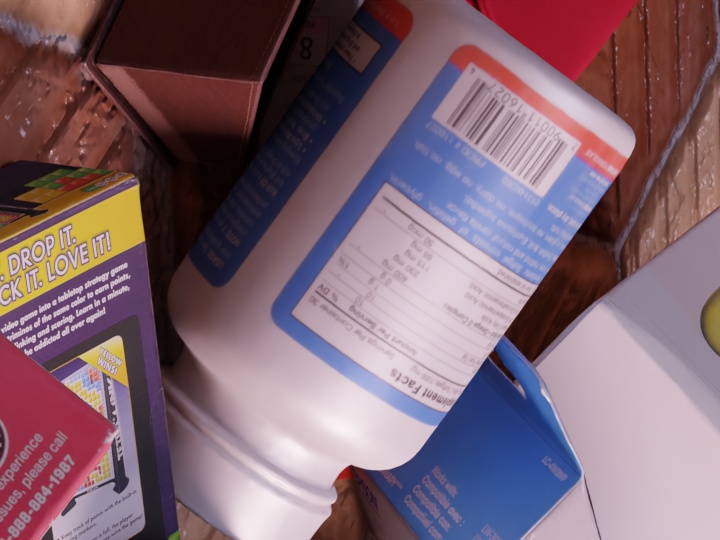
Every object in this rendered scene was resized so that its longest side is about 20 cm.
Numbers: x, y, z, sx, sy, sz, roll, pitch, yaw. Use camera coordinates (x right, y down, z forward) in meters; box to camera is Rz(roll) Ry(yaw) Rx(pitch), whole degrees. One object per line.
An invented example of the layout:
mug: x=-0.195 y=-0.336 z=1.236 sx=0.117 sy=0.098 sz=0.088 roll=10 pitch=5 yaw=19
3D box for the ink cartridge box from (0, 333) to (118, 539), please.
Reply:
ink cartridge box: x=-0.186 y=0.041 z=0.704 sx=0.200 sy=0.083 sz=0.145 roll=40 pitch=52 yaw=-2

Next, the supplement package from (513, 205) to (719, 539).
supplement package: x=0.173 y=0.085 z=1.242 sx=0.200 sy=0.191 sz=0.147 roll=-34 pitch=169 yaw=-49

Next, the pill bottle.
pill bottle: x=0.000 y=0.000 z=1.019 sx=0.200 sy=0.112 sz=0.112 roll=-54 pitch=147 yaw=6

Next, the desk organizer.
desk organizer: x=-0.017 y=-0.135 z=1.033 sx=0.072 sy=0.077 sz=0.201 roll=50 pitch=56 yaw=-50

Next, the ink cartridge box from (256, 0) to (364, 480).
ink cartridge box: x=0.016 y=-0.012 z=1.144 sx=0.162 sy=0.057 sz=0.202 roll=0 pitch=92 yaw=-58

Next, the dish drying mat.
dish drying mat: x=0.084 y=-0.128 z=1.186 sx=0.077 sy=0.018 sz=0.200 roll=59 pitch=31 yaw=-12

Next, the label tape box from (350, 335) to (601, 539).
label tape box: x=0.050 y=0.115 z=1.112 sx=0.066 sy=0.143 sz=0.201 roll=-23 pitch=115 yaw=-10

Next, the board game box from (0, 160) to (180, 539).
board game box: x=-0.142 y=0.073 z=0.908 sx=0.200 sy=0.056 sz=0.167 roll=-30 pitch=120 yaw=-51
